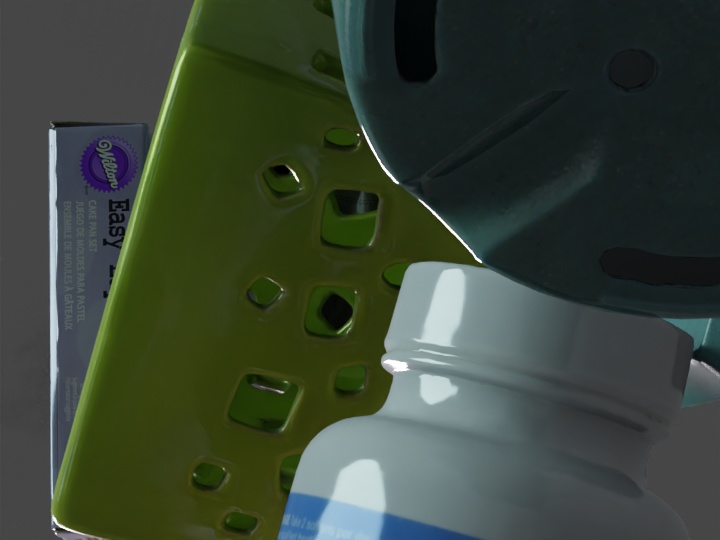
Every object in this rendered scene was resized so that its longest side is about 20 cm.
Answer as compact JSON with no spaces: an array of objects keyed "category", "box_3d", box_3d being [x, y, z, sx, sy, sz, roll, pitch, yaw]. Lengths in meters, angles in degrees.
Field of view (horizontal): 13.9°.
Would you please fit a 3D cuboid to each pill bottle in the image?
[{"category":"pill bottle","box_3d":[0.026,0.104,0.790,0.112,0.112,0.201,134,151,-82]}]

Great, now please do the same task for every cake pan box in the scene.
[{"category":"cake pan box","box_3d":[-0.107,0.046,1.365,0.200,0.052,0.185,79,-169,-75]}]

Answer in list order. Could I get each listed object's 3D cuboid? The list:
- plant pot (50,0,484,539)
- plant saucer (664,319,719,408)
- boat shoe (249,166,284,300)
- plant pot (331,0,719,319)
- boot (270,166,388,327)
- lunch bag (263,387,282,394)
[{"category":"plant pot","box_3d":[0.000,0.000,1.138,0.199,0.181,0.201,-84,12,-69]},{"category":"plant saucer","box_3d":[0.098,0.007,0.896,0.200,0.019,0.070,130,157,-83]},{"category":"boat shoe","box_3d":[-0.058,-0.040,1.313,0.071,0.070,0.201,-52,-26,-34]},{"category":"plant pot","box_3d":[0.067,-0.106,0.639,0.197,0.199,0.201,-90,15,-51]},{"category":"boot","box_3d":[0.036,-0.058,1.244,0.068,0.130,0.201,-100,27,-81]},{"category":"lunch bag","box_3d":[-0.025,0.153,1.332,0.170,0.121,0.201,135,157,-81]}]
